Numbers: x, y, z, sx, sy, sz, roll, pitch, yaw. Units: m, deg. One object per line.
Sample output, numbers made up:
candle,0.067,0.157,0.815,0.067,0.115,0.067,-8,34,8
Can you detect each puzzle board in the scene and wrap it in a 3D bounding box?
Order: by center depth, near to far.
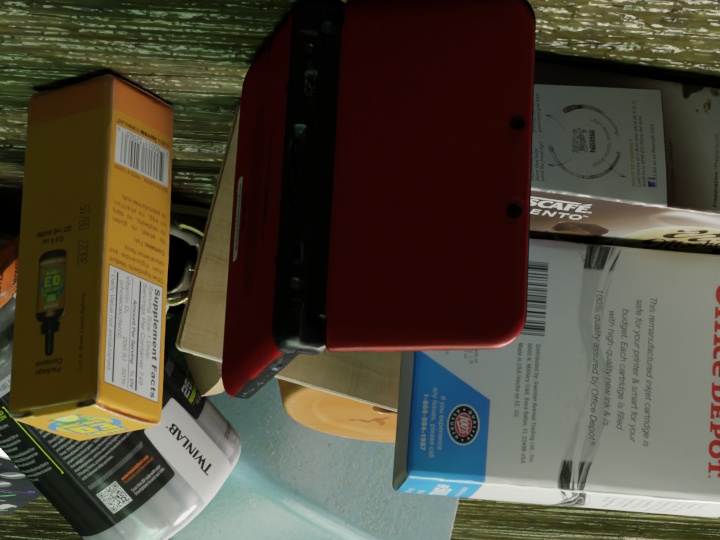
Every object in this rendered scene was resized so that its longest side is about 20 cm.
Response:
puzzle board,0.000,0.000,1.655,0.199,0.151,0.017,17,172,-19

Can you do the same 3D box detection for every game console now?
game console,0.007,-0.038,1.497,0.118,0.201,0.172,10,159,-17

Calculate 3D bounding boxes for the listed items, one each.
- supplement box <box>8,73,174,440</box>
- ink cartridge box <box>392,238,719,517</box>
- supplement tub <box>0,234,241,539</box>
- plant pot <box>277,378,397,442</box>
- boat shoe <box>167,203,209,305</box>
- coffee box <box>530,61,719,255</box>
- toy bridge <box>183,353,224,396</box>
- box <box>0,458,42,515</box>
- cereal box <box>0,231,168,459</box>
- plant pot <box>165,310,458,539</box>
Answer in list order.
supplement box,-0.154,-0.006,1.604,0.066,0.201,0.069,-10,156,32
ink cartridge box,0.125,0.062,1.612,0.199,0.147,0.084,6,167,-5
supplement tub,-0.181,0.079,1.785,0.200,0.123,0.122,49,142,-14
plant pot,0.023,0.024,1.760,0.199,0.141,0.200,1,160,1
boat shoe,-0.130,-0.010,1.776,0.072,0.060,0.202,-36,146,17
coffee box,0.149,-0.058,1.601,0.199,0.080,0.113,7,163,-13
toy bridge,-0.041,0.039,1.845,0.199,0.067,0.027,-6,155,-43
box,-0.262,0.094,2.012,0.106,0.123,0.200,12,159,-27
cereal box,-0.238,0.050,1.856,0.199,0.144,0.039,19,-175,-33
plant pot,-0.054,0.113,1.963,0.199,0.197,0.196,26,152,-22
